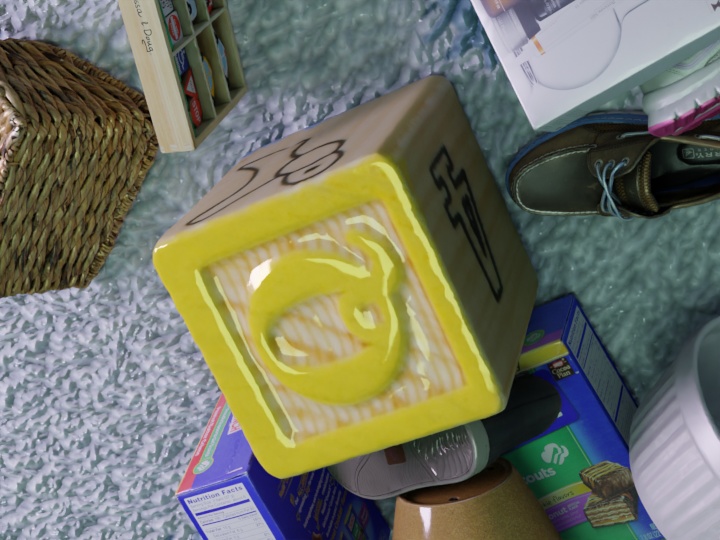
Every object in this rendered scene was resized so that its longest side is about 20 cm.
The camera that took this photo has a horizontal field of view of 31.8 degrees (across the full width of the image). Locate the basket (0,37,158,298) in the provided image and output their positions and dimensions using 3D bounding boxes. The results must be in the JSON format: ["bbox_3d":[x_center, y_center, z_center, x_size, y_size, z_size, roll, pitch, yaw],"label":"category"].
[{"bbox_3d":[-0.278,-0.087,1.029,0.143,0.149,0.200,47,125,26],"label":"basket"}]

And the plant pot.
[{"bbox_3d":[0.095,0.254,0.981,0.186,0.186,0.201,-11,102,20],"label":"plant pot"}]

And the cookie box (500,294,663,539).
[{"bbox_3d":[0.142,0.144,1.040,0.171,0.075,0.200,-25,109,26],"label":"cookie box"}]

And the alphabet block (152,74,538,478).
[{"bbox_3d":[0.000,0.000,0.916,0.195,0.200,0.197,-21,106,24],"label":"alphabet block"}]

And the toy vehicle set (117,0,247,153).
[{"bbox_3d":[-0.133,-0.198,0.894,0.026,0.124,0.201,-5,117,17],"label":"toy vehicle set"}]

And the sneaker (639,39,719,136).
[{"bbox_3d":[0.261,-0.173,0.832,0.200,0.081,0.088,-30,80,10],"label":"sneaker"}]

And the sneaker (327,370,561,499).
[{"bbox_3d":[0.057,0.125,0.972,0.200,0.106,0.075,-9,94,51],"label":"sneaker"}]

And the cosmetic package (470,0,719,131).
[{"bbox_3d":[0.139,-0.213,0.817,0.150,0.052,0.201,-29,82,24],"label":"cosmetic package"}]

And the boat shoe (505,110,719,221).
[{"bbox_3d":[0.198,-0.074,0.908,0.199,0.072,0.072,-13,114,20],"label":"boat shoe"}]

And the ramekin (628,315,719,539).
[{"bbox_3d":[0.293,0.140,0.935,0.200,0.200,0.105,34,130,-5],"label":"ramekin"}]

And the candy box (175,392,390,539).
[{"bbox_3d":[-0.059,0.206,1.070,0.077,0.169,0.200,-19,111,20],"label":"candy box"}]
